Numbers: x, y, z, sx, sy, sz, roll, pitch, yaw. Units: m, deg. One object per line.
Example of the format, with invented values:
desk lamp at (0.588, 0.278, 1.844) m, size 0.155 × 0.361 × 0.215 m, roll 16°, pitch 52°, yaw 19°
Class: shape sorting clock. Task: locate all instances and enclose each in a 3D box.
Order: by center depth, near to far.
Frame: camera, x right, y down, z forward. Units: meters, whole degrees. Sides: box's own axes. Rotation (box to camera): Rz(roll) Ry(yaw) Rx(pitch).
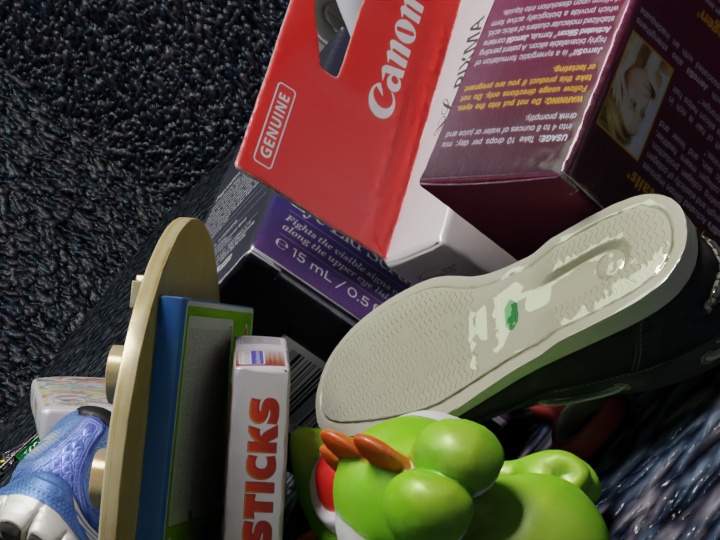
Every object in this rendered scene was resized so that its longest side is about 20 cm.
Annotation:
shape sorting clock at (-0.079, 0.079, 0.723) m, size 0.200 × 0.039 × 0.200 m, roll 5°, pitch -90°, yaw -81°

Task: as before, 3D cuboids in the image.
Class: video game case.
video game case at (-0.079, 0.077, 1.015) m, size 0.182 × 0.200 × 0.023 m, roll -174°, pitch 85°, yaw -78°

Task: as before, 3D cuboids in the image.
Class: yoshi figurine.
yoshi figurine at (0.035, 0.107, 0.685) m, size 0.200 × 0.112 × 0.112 m, roll 118°, pitch 148°, yaw -75°

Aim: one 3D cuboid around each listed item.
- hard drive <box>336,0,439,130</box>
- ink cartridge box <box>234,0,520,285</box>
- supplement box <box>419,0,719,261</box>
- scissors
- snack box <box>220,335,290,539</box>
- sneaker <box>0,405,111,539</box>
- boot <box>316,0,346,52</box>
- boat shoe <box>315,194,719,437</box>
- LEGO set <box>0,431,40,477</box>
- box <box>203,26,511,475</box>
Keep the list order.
hard drive at (0.077, -0.103, 0.936) m, size 0.025 × 0.132 × 0.200 m, roll -22°, pitch 0°, yaw 40°
ink cartridge box at (0.048, -0.087, 0.842) m, size 0.045 × 0.176 × 0.200 m, roll -21°, pitch 45°, yaw 48°
supplement box at (0.121, -0.096, 0.787) m, size 0.086 × 0.110 × 0.200 m, roll 1°, pitch 62°, yaw 49°
scissors at (0.088, 0.054, 0.836) m, size 0.073 × 0.014 × 0.200 m, roll -52°, pitch 9°, yaw -11°
snack box at (-0.044, 0.130, 0.722) m, size 0.072 × 0.024 × 0.200 m, roll -122°, pitch 36°, yaw -81°
sneaker at (-0.111, 0.121, 0.831) m, size 0.089 × 0.079 × 0.200 m, roll -58°, pitch -13°, yaw -23°
boot at (0.021, -0.054, 1.042) m, size 0.154 × 0.203 × 0.074 m, roll -46°, pitch 30°, yaw 35°
boat shoe at (0.064, 0.035, 0.743) m, size 0.200 × 0.068 × 0.072 m, roll -23°, pitch 47°, yaw 36°
LEGO set at (-0.186, 0.178, 1.113) m, size 0.200 × 0.154 × 0.116 m, roll -51°, pitch -8°, yaw -22°
box at (0.000, 0.000, 0.906) m, size 0.104 × 0.148 × 0.200 m, roll -45°, pitch 18°, yaw 37°
